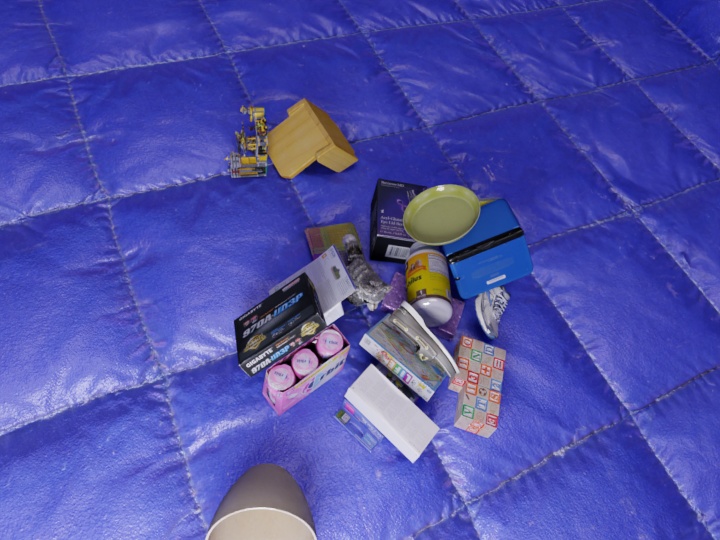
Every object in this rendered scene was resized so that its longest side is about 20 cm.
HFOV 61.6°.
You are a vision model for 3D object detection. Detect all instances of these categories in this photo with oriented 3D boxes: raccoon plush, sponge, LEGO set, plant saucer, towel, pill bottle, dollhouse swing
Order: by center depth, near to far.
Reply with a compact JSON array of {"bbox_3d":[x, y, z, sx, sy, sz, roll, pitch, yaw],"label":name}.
[{"bbox_3d":[0.000,0.000,1.445,0.095,0.134,0.204,-24,85,-22],"label":"raccoon plush"},{"bbox_3d":[0.163,0.027,1.473,0.106,0.110,0.204,6,52,-9],"label":"pill bottle"},{"bbox_3d":[0.204,-0.133,1.509,0.194,0.031,0.204,-12,49,13],"label":"plant saucer"},{"bbox_3d":[0.157,0.089,1.515,0.196,0.030,0.113,23,52,5],"label":"sponge"},{"bbox_3d":[-0.058,-0.039,1.557,0.140,0.023,0.204,-7,58,-19],"label":"towel"},{"bbox_3d":[-0.312,-0.341,1.616,0.113,0.200,0.158,-5,76,-15],"label":"LEGO set"},{"bbox_3d":[-0.148,-0.352,1.748,0.180,0.175,0.202,16,36,-58],"label":"dollhouse swing"}]

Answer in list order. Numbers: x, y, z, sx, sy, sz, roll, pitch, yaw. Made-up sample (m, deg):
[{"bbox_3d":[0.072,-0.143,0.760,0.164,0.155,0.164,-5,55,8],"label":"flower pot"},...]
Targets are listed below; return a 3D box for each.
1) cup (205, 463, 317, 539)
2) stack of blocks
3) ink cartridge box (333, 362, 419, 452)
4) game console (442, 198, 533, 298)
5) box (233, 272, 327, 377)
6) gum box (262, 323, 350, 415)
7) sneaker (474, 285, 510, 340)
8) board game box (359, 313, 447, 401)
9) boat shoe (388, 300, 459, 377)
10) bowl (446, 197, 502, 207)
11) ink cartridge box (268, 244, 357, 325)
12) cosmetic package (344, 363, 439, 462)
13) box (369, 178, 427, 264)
[{"bbox_3d":[-0.175,0.444,1.102,0.194,0.205,0.144,7,29,-8],"label":"cup"},{"bbox_3d":[0.264,0.266,1.397,0.112,0.059,0.203,18,53,-1],"label":"stack of blocks"},{"bbox_3d":[0.045,0.289,1.342,0.119,0.042,0.199,39,58,15],"label":"ink cartridge box"},{"bbox_3d":[0.309,-0.055,1.516,0.195,0.174,0.119,-21,21,6],"label":"game console"},{"bbox_3d":[-0.174,0.113,1.287,0.197,0.046,0.160,-33,35,6],"label":"box"},{"bbox_3d":[-0.121,0.217,1.304,0.198,0.115,0.066,-33,67,-30],"label":"gum box"},{"bbox_3d":[0.334,0.076,1.516,0.083,0.077,0.204,-16,52,24],"label":"sneaker"},{"bbox_3d":[0.107,0.195,1.389,0.199,0.035,0.134,39,31,13],"label":"board game box"},{"bbox_3d":[0.144,0.165,1.367,0.060,0.072,0.203,-39,87,-6],"label":"boat shoe"},{"bbox_3d":[0.291,-0.136,1.642,0.195,0.200,0.111,-7,99,-18],"label":"bowl"},{"bbox_3d":[-0.106,0.057,1.367,0.198,0.041,0.201,-34,36,4],"label":"ink cartridge box"},{"bbox_3d":[0.065,0.302,1.281,0.199,0.051,0.082,42,53,12],"label":"cosmetic package"},{"bbox_3d":[0.102,-0.129,1.608,0.144,0.105,0.204,7,54,-8],"label":"box"}]
